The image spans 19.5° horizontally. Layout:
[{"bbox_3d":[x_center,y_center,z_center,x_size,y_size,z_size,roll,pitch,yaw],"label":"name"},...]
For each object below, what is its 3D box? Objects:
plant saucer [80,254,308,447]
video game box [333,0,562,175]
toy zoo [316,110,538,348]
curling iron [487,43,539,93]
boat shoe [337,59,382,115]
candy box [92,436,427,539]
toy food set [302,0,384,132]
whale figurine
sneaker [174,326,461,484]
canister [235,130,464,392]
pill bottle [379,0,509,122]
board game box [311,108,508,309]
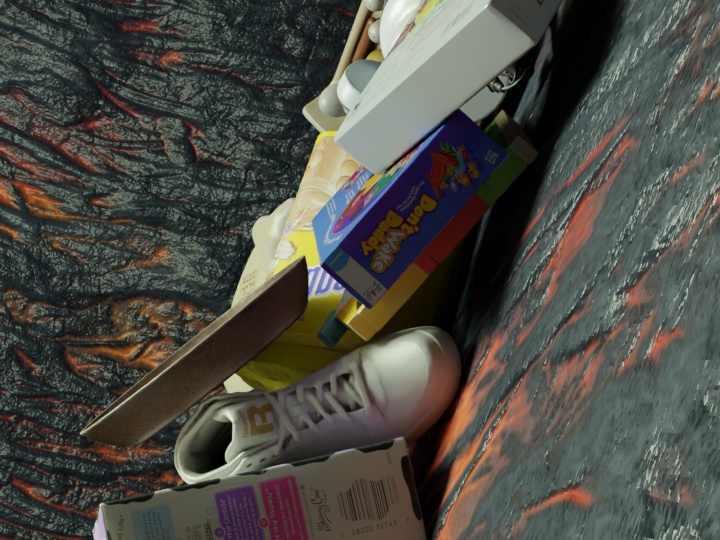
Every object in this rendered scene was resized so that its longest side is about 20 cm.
[{"bbox_3d":[-0.108,0.063,1.466,0.200,0.035,0.200,-38,2,2],"label":"plant saucer"},{"bbox_3d":[0.080,-0.172,1.354,0.200,0.047,0.183,-37,20,54],"label":"video game box"},{"bbox_3d":[0.043,-0.022,1.439,0.200,0.020,0.131,-48,8,8],"label":"toy zoo"},{"bbox_3d":[0.119,-0.187,1.526,0.049,0.026,0.200,-29,23,28],"label":"curling iron"},{"bbox_3d":[0.030,-0.121,1.664,0.068,0.074,0.199,-53,-16,20],"label":"boat shoe"},{"bbox_3d":[-0.071,0.173,1.374,0.168,0.199,0.072,128,130,-75],"label":"candy box"},{"bbox_3d":[0.023,-0.176,1.932,0.060,0.144,0.201,-27,-28,-38],"label":"toy food set"},{"bbox_3d":[-0.062,0.038,1.944,0.159,0.103,0.201,-32,50,51],"label":"whale figurine"},{"bbox_3d":[-0.034,0.099,1.398,0.200,0.115,0.074,-31,73,32],"label":"sneaker"},{"bbox_3d":[0.000,0.000,1.582,0.087,0.148,0.201,45,-122,-50],"label":"canister"},{"bbox_3d":[0.074,-0.199,1.622,0.200,0.115,0.116,-78,8,-57],"label":"pill bottle"},{"bbox_3d":[0.029,-0.054,1.424,0.135,0.045,0.200,-48,8,5],"label":"board game box"}]
